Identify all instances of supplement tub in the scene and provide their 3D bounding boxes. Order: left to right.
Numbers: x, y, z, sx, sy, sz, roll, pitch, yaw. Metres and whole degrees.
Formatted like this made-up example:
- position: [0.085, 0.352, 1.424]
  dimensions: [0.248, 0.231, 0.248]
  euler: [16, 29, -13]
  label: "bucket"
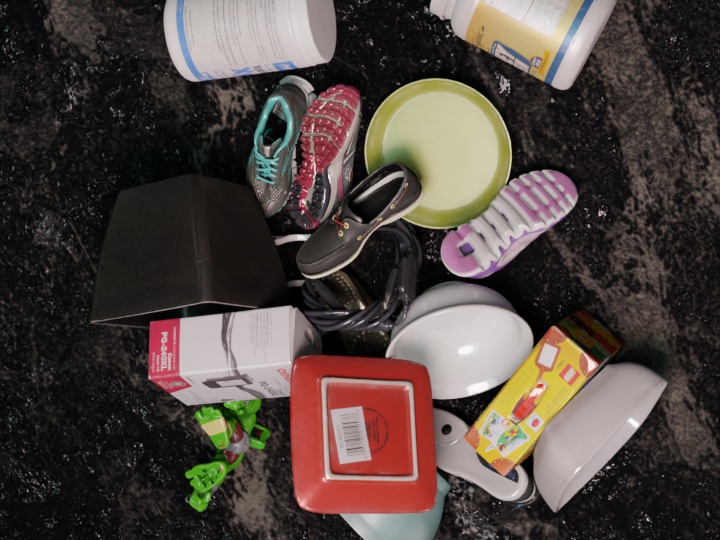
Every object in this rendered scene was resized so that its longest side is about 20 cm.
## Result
- position: [-0.144, -0.323, 1.668]
  dimensions: [0.198, 0.132, 0.133]
  euler: [-4, 104, 17]
  label: "supplement tub"
- position: [0.200, -0.327, 1.565]
  dimensions: [0.199, 0.145, 0.145]
  euler: [29, 111, 6]
  label: "supplement tub"

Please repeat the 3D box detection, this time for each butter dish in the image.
- position: [-0.015, 0.222, 1.659]
  dimensions: [0.198, 0.148, 0.202]
  euler: [5, 70, -23]
  label: "butter dish"

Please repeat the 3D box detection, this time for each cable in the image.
- position: [0.000, 0.000, 1.707]
  dimensions: [0.162, 0.201, 0.051]
  euler: [-10, 143, 18]
  label: "cable"

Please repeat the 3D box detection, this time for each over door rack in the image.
- position: [-0.147, 0.020, 1.802]
  dimensions: [0.198, 0.067, 0.149]
  euler: [4, 105, 14]
  label: "over door rack"

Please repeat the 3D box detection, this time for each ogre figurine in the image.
- position: [-0.191, 0.243, 1.849]
  dimensions: [0.097, 0.120, 0.202]
  euler: [6, 105, 18]
  label: "ogre figurine"

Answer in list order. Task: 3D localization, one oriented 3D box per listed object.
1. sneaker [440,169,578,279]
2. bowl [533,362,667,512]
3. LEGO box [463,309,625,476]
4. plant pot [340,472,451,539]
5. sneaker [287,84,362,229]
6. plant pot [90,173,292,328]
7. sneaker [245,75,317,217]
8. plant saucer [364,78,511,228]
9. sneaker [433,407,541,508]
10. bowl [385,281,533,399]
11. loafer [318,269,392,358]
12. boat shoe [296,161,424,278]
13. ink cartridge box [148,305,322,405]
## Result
- position: [0.198, -0.055, 1.684]
  dimensions: [0.200, 0.089, 0.081]
  euler: [-35, 66, 1]
  label: "sneaker"
- position: [0.299, 0.205, 1.649]
  dimensions: [0.200, 0.200, 0.075]
  euler: [-41, 71, -16]
  label: "bowl"
- position: [0.244, 0.157, 1.682]
  dimensions: [0.077, 0.149, 0.200]
  euler: [42, 113, 15]
  label: "LEGO box"
- position: [0.041, 0.305, 1.780]
  dimensions: [0.200, 0.200, 0.134]
  euler: [45, 86, 0]
  label: "plant pot"
- position: [-0.039, -0.155, 1.715]
  dimensions: [0.080, 0.074, 0.201]
  euler: [35, 119, 32]
  label: "sneaker"
- position: [-0.229, -0.024, 1.700]
  dimensions: [0.198, 0.200, 0.179]
  euler: [-11, 81, 29]
  label: "plant pot"
- position: [-0.122, -0.164, 1.729]
  dimensions: [0.077, 0.091, 0.201]
  euler: [18, 109, 11]
  label: "sneaker"
- position: [0.105, -0.157, 1.701]
  dimensions: [0.198, 0.031, 0.202]
  euler: [4, 106, 15]
  label: "plant saucer"
- position: [0.166, 0.272, 1.787]
  dimensions: [0.200, 0.112, 0.073]
  euler: [34, 86, 37]
  label: "sneaker"
- position: [0.125, 0.078, 1.709]
  dimensions: [0.199, 0.091, 0.202]
  euler: [-6, 140, -5]
  label: "bowl"
- position: [0.010, 0.082, 1.775]
  dimensions: [0.076, 0.067, 0.201]
  euler: [-23, 97, 22]
  label: "loafer"
- position: [-0.010, -0.069, 1.680]
  dimensions: [0.201, 0.063, 0.074]
  euler: [-38, 56, 8]
  label: "boat shoe"
- position: [-0.163, 0.116, 1.700]
  dimensions: [0.198, 0.145, 0.084]
  euler: [-6, 68, 13]
  label: "ink cartridge box"
